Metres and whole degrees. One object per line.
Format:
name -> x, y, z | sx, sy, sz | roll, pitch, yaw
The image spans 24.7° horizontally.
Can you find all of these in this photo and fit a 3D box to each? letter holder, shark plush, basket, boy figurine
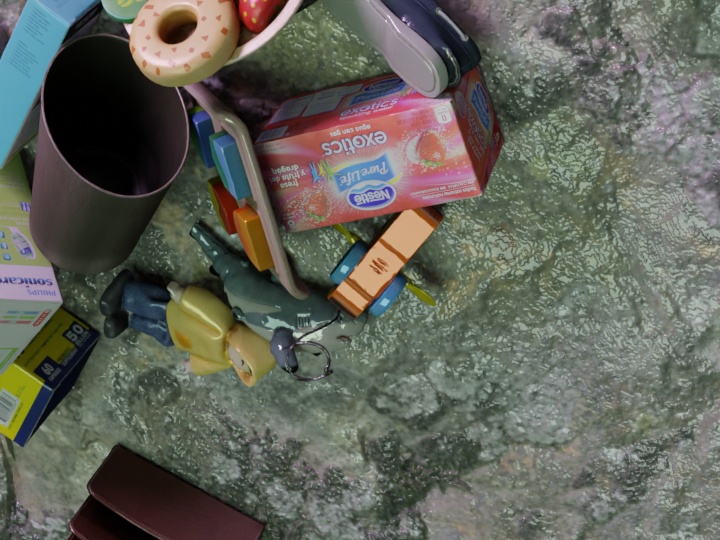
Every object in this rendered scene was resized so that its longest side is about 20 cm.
letter holder -> -0.233, 0.318, 1.862 | 0.199, 0.142, 0.101 | 28, 129, 5
shark plush -> -0.087, 0.017, 1.672 | 0.200, 0.091, 0.084 | 42, 111, 20
basket -> -0.251, -0.093, 1.583 | 0.135, 0.182, 0.200 | -6, 152, -23
boy figurine -> -0.171, 0.068, 1.711 | 0.198, 0.065, 0.125 | 22, 137, 18

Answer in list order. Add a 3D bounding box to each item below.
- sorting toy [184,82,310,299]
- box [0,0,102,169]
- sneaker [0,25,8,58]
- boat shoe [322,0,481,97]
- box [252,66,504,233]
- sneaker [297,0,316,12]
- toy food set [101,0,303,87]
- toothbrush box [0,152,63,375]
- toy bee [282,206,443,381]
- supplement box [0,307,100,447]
sorting toy -> -0.120, -0.081, 1.540 | 0.036, 0.185, 0.202 | -26, 118, -11
box -> -0.316, -0.196, 1.596 | 0.049, 0.082, 0.200 | 35, 128, -1
sneaker -> -0.431, -0.179, 1.659 | 0.073, 0.082, 0.200 | 38, 130, -6
boat shoe -> 0.024, -0.237, 1.422 | 0.200, 0.062, 0.075 | 46, 153, 21
box -> 0.017, -0.113, 1.484 | 0.198, 0.103, 0.095 | -11, 117, 23
sneaker -> -0.128, -0.255, 1.469 | 0.198, 0.076, 0.088 | -4, 111, 36
toy food set -> -0.132, -0.266, 1.419 | 0.199, 0.049, 0.199 | -34, 64, 9
toothbrush box -> -0.395, -0.015, 1.683 | 0.146, 0.085, 0.202 | -44, 55, 38
toy bee -> 0.000, 0.000, 1.588 | 0.199, 0.109, 0.132 | -29, 100, 10
supplement box -> -0.407, 0.076, 1.800 | 0.199, 0.109, 0.110 | 34, 129, -1
